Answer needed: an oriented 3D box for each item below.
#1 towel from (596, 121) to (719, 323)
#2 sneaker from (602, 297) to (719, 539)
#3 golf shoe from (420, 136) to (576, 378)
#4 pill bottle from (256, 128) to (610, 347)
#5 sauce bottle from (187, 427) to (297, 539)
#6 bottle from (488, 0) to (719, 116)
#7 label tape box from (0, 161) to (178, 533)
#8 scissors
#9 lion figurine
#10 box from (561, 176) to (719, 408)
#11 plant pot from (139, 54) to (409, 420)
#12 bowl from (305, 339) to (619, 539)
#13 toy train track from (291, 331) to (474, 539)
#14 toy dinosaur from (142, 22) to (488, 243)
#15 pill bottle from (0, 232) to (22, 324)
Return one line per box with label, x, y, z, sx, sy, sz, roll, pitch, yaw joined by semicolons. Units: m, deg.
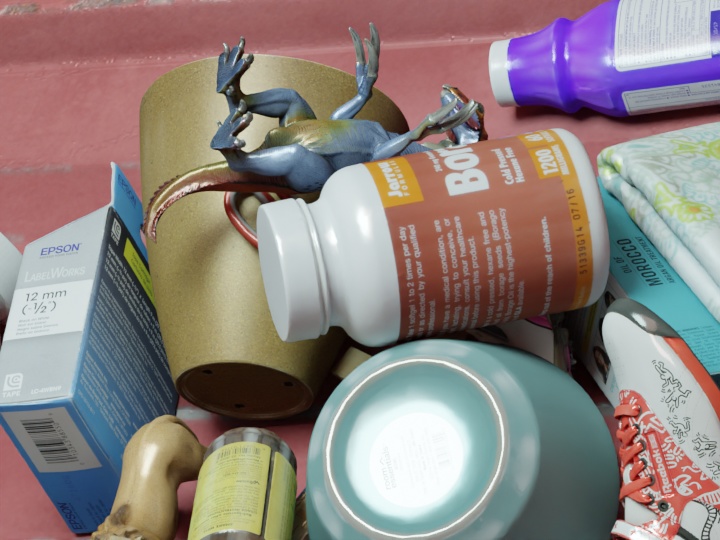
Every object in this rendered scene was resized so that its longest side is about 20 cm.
towel;0.267;-0.032;1.679;0.170;0.048;0.200;-9;39;-24
sneaker;0.171;0.124;1.548;0.108;0.202;0.067;-33;2;-12
golf shoe;0.070;0.009;1.728;0.092;0.073;0.201;-20;66;-14
pill bottle;0.042;-0.016;1.633;0.199;0.113;0.112;-11;44;-11
sauce bottle;-0.075;0.175;1.613;0.064;0.065;0.200;-13;30;13
bottle;0.189;-0.147;1.853;0.199;0.065;0.084;-7;48;19
label tape box;-0.175;0.051;1.787;0.066;0.144;0.201;-9;48;17
scissors;0.000;0.000;1.696;0.200;0.014;0.073;43;73;13
lion figurine;-0.131;0.154;1.691;0.072;0.123;0.201;-13;46;14
box;0.172;0.032;1.683;0.049;0.083;0.200;-8;41;-22
plant pot;-0.067;-0.011;1.787;0.185;0.187;0.201;-5;61;20
bowl;0.047;0.121;1.611;0.200;0.105;0.202;-7;66;16
toy train track;0.008;0.117;1.725;0.114;0.033;0.200;25;65;37
toy dinosaur;-0.012;-0.083;1.697;0.200;0.181;0.105;-43;40;31
pill bottle;-0.321;0.055;1.874;0.109;0.110;0.200;26;65;39
